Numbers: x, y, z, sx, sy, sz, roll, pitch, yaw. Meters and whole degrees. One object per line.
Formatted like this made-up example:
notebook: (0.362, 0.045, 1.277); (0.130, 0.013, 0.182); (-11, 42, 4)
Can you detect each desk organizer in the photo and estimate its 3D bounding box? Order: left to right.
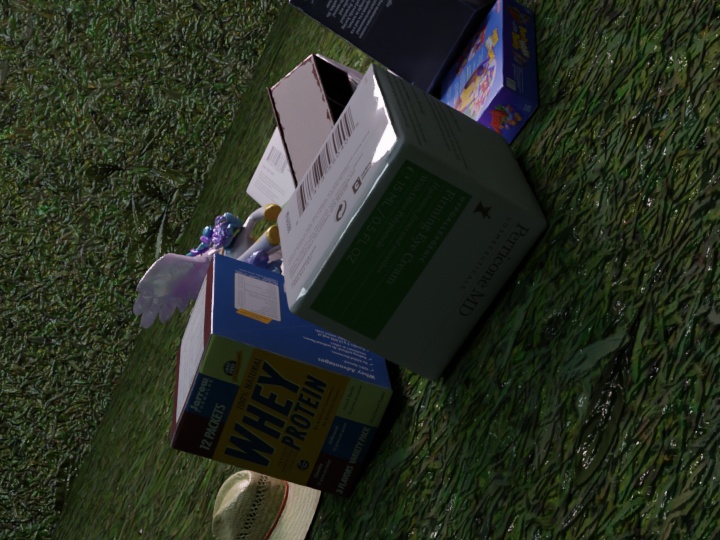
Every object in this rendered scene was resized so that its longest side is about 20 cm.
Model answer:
desk organizer: (-0.039, -0.145, 1.498); (0.077, 0.071, 0.202); (-34, 56, 28)

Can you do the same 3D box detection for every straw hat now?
straw hat: (-0.123, 0.276, 1.475); (0.202, 0.084, 0.202); (-56, 17, 27)

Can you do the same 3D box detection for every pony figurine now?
pony figurine: (-0.154, 0.011, 1.537); (0.198, 0.167, 0.195); (-22, 34, 38)

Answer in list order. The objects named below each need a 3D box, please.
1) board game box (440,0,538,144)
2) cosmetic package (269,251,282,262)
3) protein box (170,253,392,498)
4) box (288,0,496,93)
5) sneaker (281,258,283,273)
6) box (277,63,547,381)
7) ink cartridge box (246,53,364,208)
board game box: (0.138, -0.195, 1.419); (0.135, 0.044, 0.201); (-54, 18, 36)
cosmetic package: (-0.100, 0.073, 1.683); (0.081, 0.112, 0.202); (-52, 21, 35)
protein box: (-0.087, 0.107, 1.373); (0.201, 0.196, 0.136); (-102, 32, -65)
box: (0.047, -0.327, 1.560); (0.124, 0.197, 0.200); (-56, -2, 21)
sneaker: (-0.065, 0.046, 1.580); (0.200, 0.080, 0.076); (-126, 35, -52)
box: (0.041, -0.048, 1.239); (0.200, 0.170, 0.201); (-56, 22, 21)
ink cartridge box: (-0.038, -0.148, 1.612); (0.145, 0.087, 0.202); (39, 110, 44)
